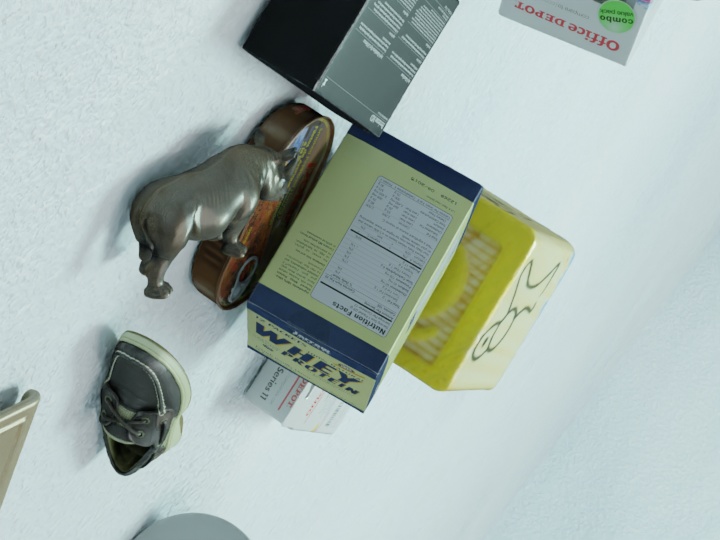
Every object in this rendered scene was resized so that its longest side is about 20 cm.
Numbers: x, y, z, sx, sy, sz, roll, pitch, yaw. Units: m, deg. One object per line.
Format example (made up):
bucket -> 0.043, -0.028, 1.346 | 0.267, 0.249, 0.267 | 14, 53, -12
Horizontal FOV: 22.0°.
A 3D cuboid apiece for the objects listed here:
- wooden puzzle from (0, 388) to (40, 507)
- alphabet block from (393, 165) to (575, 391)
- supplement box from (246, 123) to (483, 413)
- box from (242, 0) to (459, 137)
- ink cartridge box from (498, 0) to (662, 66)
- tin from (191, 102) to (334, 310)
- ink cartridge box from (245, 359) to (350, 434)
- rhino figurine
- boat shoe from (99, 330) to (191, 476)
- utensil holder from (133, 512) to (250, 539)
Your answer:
wooden puzzle -> -0.330, 0.191, 1.413 | 0.200, 0.037, 0.185 | -35, 152, -61
alphabet block -> 0.084, 0.001, 1.941 | 0.196, 0.196, 0.200 | -60, 163, 5
supplement box -> 0.000, 0.000, 1.716 | 0.200, 0.134, 0.200 | -60, 175, -14
box -> -0.004, -0.204, 1.535 | 0.141, 0.079, 0.200 | -61, 163, 1
ink cartridge box -> 0.246, -0.339, 1.829 | 0.146, 0.146, 0.200 | -58, 168, -45
tin -> -0.087, -0.057, 1.635 | 0.112, 0.042, 0.200 | -15, 135, -60
ink cartridge box -> -0.051, 0.108, 1.971 | 0.117, 0.067, 0.200 | -57, 164, 2
rhino figurine -> -0.112, -0.057, 1.496 | 0.200, 0.060, 0.088 | -33, 136, -42
boat shoe -> -0.192, 0.123, 1.602 | 0.066, 0.072, 0.201 | -54, 168, -27
utensil holder -> -0.166, 0.361, 1.939 | 0.170, 0.170, 0.200 | -52, 160, -18
